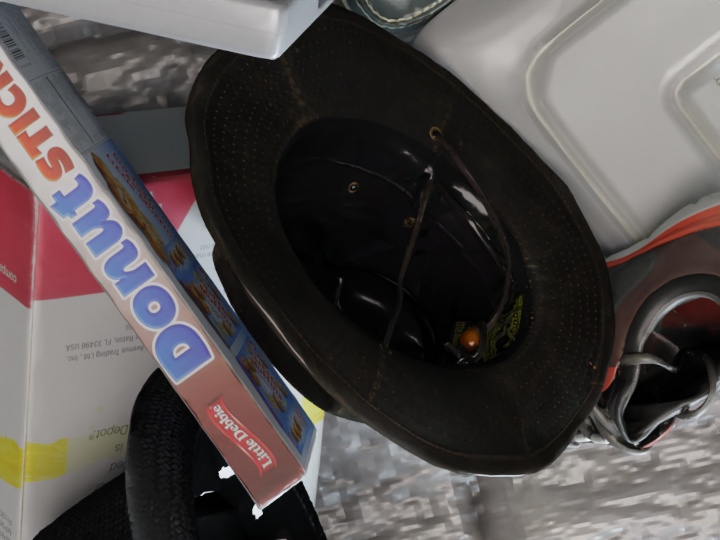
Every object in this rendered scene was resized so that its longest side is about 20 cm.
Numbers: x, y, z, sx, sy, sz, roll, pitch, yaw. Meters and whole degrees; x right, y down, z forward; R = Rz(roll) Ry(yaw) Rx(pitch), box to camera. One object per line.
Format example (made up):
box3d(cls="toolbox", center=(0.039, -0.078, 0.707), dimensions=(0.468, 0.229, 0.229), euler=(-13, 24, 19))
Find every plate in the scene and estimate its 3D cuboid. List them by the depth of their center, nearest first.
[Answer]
box3d(cls="plate", center=(0.156, -0.075, 0.951), dimensions=(0.200, 0.032, 0.200), euler=(-36, 112, 14))

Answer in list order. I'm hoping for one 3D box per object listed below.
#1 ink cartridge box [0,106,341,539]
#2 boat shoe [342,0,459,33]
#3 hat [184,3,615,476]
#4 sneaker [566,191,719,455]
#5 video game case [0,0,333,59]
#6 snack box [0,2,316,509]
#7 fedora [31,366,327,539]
box3d(cls="ink cartridge box", center=(-0.092, 0.042, 0.960), dimensions=(0.144, 0.083, 0.201), euler=(-8, 115, -35))
box3d(cls="boat shoe", center=(0.057, -0.170, 0.919), dimensions=(0.073, 0.062, 0.200), euler=(36, 109, -13))
box3d(cls="hat", center=(0.000, 0.000, 0.894), dimensions=(0.201, 0.201, 0.081), euler=(44, 133, -12))
box3d(cls="sneaker", center=(0.098, 0.040, 0.957), dimensions=(0.077, 0.082, 0.200), euler=(39, 133, -15))
box3d(cls="video game case", center=(-0.098, -0.131, 0.861), dimensions=(0.199, 0.182, 0.024), euler=(13, 114, 10))
box3d(cls="snack box", center=(-0.082, -0.010, 0.831), dimensions=(0.024, 0.072, 0.201), euler=(-34, 95, 6))
box3d(cls="fedora", center=(-0.070, 0.131, 0.885), dimensions=(0.091, 0.201, 0.202), euler=(-18, 108, 12))
